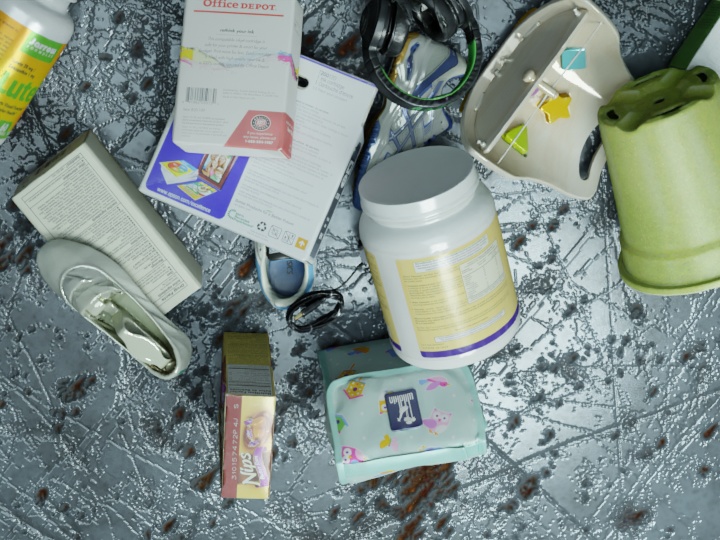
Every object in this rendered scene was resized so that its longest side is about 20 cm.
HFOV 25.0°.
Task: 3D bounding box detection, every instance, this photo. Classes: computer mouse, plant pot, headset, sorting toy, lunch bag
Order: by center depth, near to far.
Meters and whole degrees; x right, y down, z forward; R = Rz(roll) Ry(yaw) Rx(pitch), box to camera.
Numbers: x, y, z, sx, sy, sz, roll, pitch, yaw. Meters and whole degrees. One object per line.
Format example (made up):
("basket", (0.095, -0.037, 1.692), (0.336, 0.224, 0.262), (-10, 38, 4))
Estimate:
("headset", (0.056, -0.265, 1.656), (0.123, 0.094, 0.201), (-18, 87, -16))
("plant pot", (0.336, -0.105, 1.698), (0.200, 0.201, 0.185), (-24, 114, 3))
("sorting toy", (0.219, -0.169, 1.739), (0.180, 0.107, 0.200), (35, 93, -25))
("lunch bag", (0.045, 0.153, 1.758), (0.170, 0.200, 0.122), (-9, 112, -1))
("computer mouse", (0.000, 0.000, 1.763), (0.200, 0.034, 0.059), (-43, 115, -15))

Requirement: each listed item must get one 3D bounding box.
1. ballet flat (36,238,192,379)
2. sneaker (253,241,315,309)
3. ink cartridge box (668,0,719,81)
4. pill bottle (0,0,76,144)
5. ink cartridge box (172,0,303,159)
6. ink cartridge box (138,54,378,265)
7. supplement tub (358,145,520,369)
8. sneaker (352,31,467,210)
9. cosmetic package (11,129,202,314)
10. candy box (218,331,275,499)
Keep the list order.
("ballet flat", (-0.256, 0.042, 1.697), (0.200, 0.069, 0.069), (42, 99, -13))
("sneaker", (-0.085, -0.054, 1.756), (0.072, 0.073, 0.201), (-8, 106, -1))
("ink cartridge box", (0.432, -0.271, 1.737), (0.104, 0.059, 0.200), (32, 94, -13))
("pill bottle", (-0.363, -0.237, 1.656), (0.111, 0.111, 0.200), (33, 101, -13))
("ink cartridge box", (-0.122, -0.220, 1.660), (0.116, 0.067, 0.201), (5, 86, 7))
("ink cartridge box", (-0.103, -0.135, 1.703), (0.197, 0.043, 0.201), (23, 89, 8))
("supplement tub", (0.080, -0.014, 1.699), (0.145, 0.146, 0.201), (-16, 119, 0))
("sneaker", (0.053, -0.150, 1.737), (0.088, 0.075, 0.201), (18, 105, -10))
("cosmetic package", (-0.269, -0.039, 1.743), (0.103, 0.073, 0.200), (-35, 107, 7))
("candy box", (-0.124, 0.153, 1.746), (0.056, 0.200, 0.117), (3, 107, -5))
